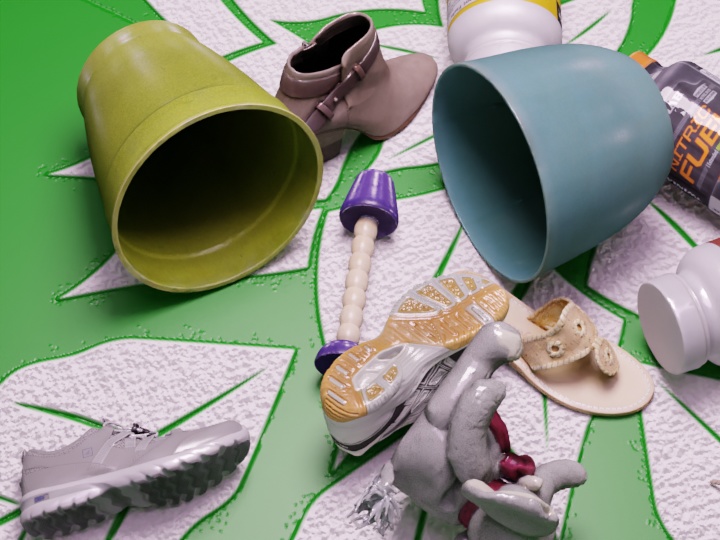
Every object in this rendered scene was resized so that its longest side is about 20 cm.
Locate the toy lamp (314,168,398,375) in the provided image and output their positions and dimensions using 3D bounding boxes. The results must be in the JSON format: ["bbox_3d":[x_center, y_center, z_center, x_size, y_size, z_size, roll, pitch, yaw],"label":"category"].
[{"bbox_3d":[0.000,0.000,1.494,0.058,0.058,0.202,7,60,3],"label":"toy lamp"}]

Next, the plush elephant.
[{"bbox_3d":[0.106,0.168,1.333,0.154,0.165,0.200,36,61,10],"label":"plush elephant"}]

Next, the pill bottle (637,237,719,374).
[{"bbox_3d":[0.348,0.018,1.458,0.198,0.113,0.113,-19,60,-14],"label":"pill bottle"}]

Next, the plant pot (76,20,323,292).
[{"bbox_3d":[-0.162,-0.120,1.498,0.199,0.202,0.193,-22,49,-15],"label":"plant pot"}]

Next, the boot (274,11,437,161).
[{"bbox_3d":[0.001,-0.184,1.555,0.070,0.147,0.200,39,64,23],"label":"boot"}]

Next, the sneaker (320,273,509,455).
[{"bbox_3d":[0.044,0.079,1.426,0.199,0.088,0.076,-34,55,-23],"label":"sneaker"}]

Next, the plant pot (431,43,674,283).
[{"bbox_3d":[0.181,-0.110,1.489,0.160,0.201,0.202,-20,60,-19],"label":"plant pot"}]

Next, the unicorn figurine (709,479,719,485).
[{"bbox_3d":[0.414,0.179,1.379,0.200,0.074,0.137,39,75,14],"label":"unicorn figurine"}]

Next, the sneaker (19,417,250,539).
[{"bbox_3d":[-0.190,0.151,1.378,0.198,0.075,0.083,-14,61,-10],"label":"sneaker"}]

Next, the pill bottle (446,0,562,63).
[{"bbox_3d":[0.140,-0.255,1.625,0.111,0.113,0.202,2,58,-1],"label":"pill bottle"}]

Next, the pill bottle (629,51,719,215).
[{"bbox_3d":[0.320,-0.123,1.552,0.199,0.107,0.106,36,63,20],"label":"pill bottle"}]

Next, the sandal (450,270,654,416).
[{"bbox_3d":[0.162,0.053,1.456,0.210,0.070,0.078,29,61,16],"label":"sandal"}]
